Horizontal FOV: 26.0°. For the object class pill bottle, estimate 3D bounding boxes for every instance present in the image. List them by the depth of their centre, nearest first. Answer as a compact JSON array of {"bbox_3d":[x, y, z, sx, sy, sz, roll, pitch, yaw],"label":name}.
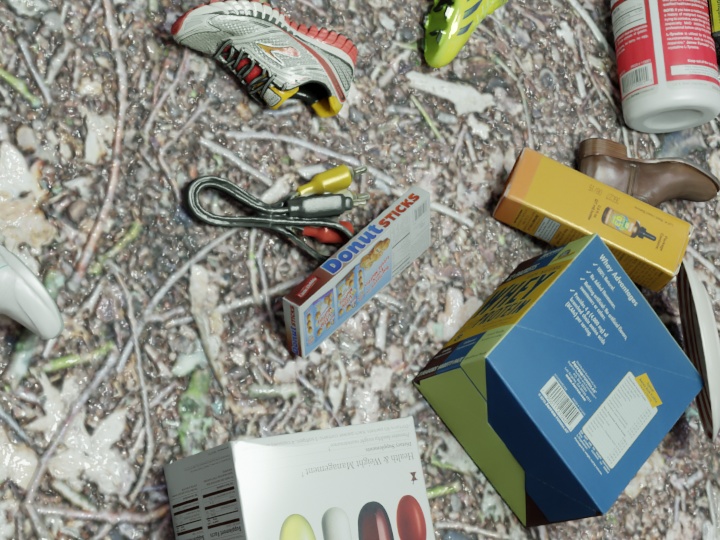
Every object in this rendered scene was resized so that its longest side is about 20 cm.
[{"bbox_3d":[0.344,-0.268,1.770,0.111,0.112,0.203,3,76,-30],"label":"pill bottle"}]

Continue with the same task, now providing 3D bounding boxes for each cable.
[{"bbox_3d":[-0.077,-0.051,1.511,0.197,0.050,0.099,-4,96,-20],"label":"cable"}]

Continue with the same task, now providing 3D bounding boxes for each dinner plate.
[{"bbox_3d":[0.363,0.082,1.654,0.024,0.200,0.203,-9,80,4],"label":"dinner plate"}]

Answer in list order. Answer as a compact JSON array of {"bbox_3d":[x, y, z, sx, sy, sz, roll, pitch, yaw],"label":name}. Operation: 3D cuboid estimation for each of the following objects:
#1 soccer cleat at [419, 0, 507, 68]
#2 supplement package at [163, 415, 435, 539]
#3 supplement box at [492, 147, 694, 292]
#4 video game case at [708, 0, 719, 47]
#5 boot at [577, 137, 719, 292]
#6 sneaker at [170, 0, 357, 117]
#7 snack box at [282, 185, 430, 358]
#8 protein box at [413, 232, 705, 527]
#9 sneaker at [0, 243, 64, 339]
[{"bbox_3d":[0.124,-0.295,1.672,0.083,0.064,0.202,31,63,-23],"label":"soccer cleat"},{"bbox_3d":[-0.047,0.248,1.373,0.189,0.147,0.203,-5,79,-32],"label":"supplement package"},{"bbox_3d":[0.243,-0.051,1.637,0.198,0.069,0.067,25,67,3],"label":"supplement box"},{"bbox_3d":[0.439,-0.331,1.836,0.200,0.025,0.183,24,60,-62],"label":"video game case"},{"bbox_3d":[0.310,-0.029,1.715,0.184,0.064,0.203,13,67,-14],"label":"boot"},{"bbox_3d":[-0.090,-0.205,1.509,0.198,0.078,0.083,14,71,-27],"label":"sneaker"},{"bbox_3d":[0.000,0.000,1.515,0.024,0.072,0.200,29,52,28],"label":"snack box"},{"bbox_3d":[0.202,0.112,1.568,0.200,0.135,0.199,-44,101,-32],"label":"protein box"},{"bbox_3d":[-0.338,-0.001,1.317,0.200,0.070,0.081,42,75,-12],"label":"sneaker"}]
